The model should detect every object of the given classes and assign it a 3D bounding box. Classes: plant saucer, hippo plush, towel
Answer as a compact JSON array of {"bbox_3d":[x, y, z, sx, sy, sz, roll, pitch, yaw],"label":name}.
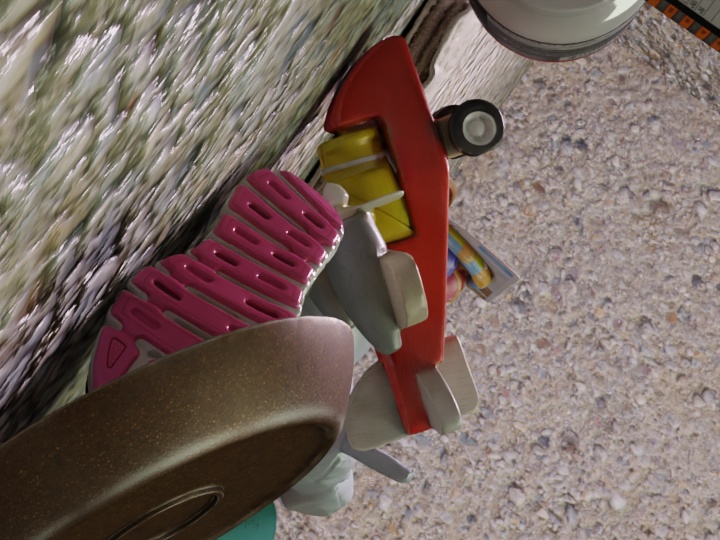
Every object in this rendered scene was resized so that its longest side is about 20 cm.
[{"bbox_3d":[-0.082,0.085,0.649,0.199,0.035,0.200,-29,164,-9],"label":"plant saucer"},{"bbox_3d":[-0.056,0.061,1.095,0.200,0.158,0.162,132,-31,-68],"label":"hippo plush"},{"bbox_3d":[0.024,-0.110,1.128,0.201,0.034,0.133,-56,177,9],"label":"towel"}]

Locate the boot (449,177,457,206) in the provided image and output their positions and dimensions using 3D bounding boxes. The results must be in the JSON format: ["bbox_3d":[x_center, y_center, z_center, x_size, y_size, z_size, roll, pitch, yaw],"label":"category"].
[{"bbox_3d":[0.004,-0.033,1.345,0.155,0.073,0.200,-56,165,-7],"label":"boot"}]

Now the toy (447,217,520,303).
[{"bbox_3d":[0.043,-0.011,1.133,0.047,0.115,0.200,-49,178,-2],"label":"toy"}]

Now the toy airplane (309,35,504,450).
[{"bbox_3d":[0.000,0.000,0.917,0.201,0.140,0.200,102,-14,-47],"label":"toy airplane"}]

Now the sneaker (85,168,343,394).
[{"bbox_3d":[-0.069,0.032,0.758,0.088,0.073,0.200,-61,178,33],"label":"sneaker"}]

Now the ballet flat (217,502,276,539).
[{"bbox_3d":[-0.125,0.143,1.000,0.070,0.069,0.200,-55,148,4],"label":"ballet flat"}]

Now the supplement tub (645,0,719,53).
[{"bbox_3d":[0.104,-0.134,0.470,0.123,0.199,0.123,-55,178,-3],"label":"supplement tub"}]

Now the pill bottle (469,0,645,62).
[{"bbox_3d":[0.113,-0.183,0.945,0.116,0.115,0.200,-55,177,4],"label":"pill bottle"}]
